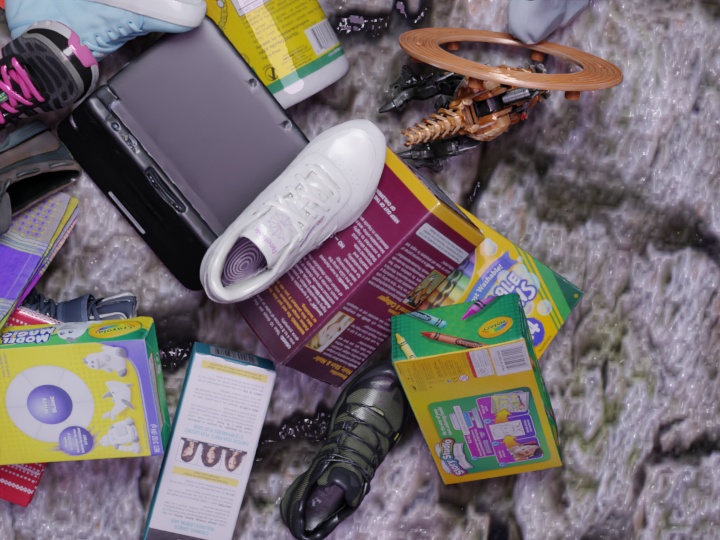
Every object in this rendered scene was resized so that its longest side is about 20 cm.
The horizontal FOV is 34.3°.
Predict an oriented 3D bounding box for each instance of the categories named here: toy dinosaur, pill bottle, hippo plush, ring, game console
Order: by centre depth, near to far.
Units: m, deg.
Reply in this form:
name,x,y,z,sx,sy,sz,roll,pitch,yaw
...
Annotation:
name,x,y,z,sx,sy,sz,roll,pitch,yaw
pill bottle,-0.102,-0.241,1.030,0.113,0.113,0.200,-29,103,-3
ring,0.132,-0.183,1.034,0.200,0.200,0.019,4,112,-9
game console,-0.148,-0.098,1.043,0.116,0.176,0.200,-45,104,-27
hippo plush,0.150,-0.311,1.048,0.161,0.200,0.159,49,129,9
toy dinosaur,0.096,-0.152,1.059,0.200,0.136,0.102,1,82,-50

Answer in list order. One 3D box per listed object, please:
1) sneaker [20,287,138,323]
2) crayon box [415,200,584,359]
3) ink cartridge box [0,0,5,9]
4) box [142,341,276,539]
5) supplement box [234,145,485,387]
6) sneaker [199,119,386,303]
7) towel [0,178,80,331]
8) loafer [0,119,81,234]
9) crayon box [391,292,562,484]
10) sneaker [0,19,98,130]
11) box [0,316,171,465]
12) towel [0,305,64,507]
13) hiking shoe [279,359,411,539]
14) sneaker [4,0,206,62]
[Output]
name,x,y,z,sx,sy,sz,roll,pitch,yaw
sneaker,-0.284,0.025,1.056,0.146,0.077,0.203,-21,112,7
crayon box,0.099,0.016,1.134,0.200,0.052,0.126,33,93,-12
ink cartridge box,-0.274,-0.323,1.013,0.160,0.047,0.200,37,94,-6
box,-0.146,0.177,1.123,0.082,0.049,0.200,15,97,-11
supplement box,0.000,0.000,1.053,0.200,0.110,0.086,-46,59,9
sneaker,-0.051,-0.042,0.959,0.075,0.100,0.200,44,92,-7
towel,-0.338,-0.029,0.999,0.144,0.200,0.023,28,130,-7
loafer,-0.305,-0.064,0.988,0.063,0.200,0.072,39,128,-4
crayon box,0.110,0.115,1.086,0.119,0.058,0.200,-11,134,12
sneaker,-0.299,-0.147,0.974,0.087,0.200,0.074,-54,125,-39
box,-0.271,0.105,1.002,0.200,0.048,0.118,-4,114,4
towel,-0.334,0.112,1.041,0.144,0.022,0.200,22,112,-10
hiking shoe,-0.004,0.182,1.120,0.076,0.101,0.200,29,94,-13
sneaker,-0.214,-0.207,0.981,0.200,0.074,0.082,15,111,28
